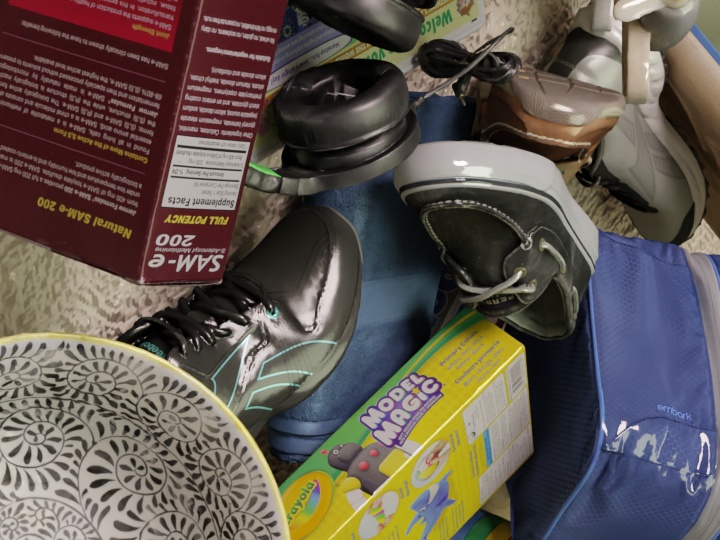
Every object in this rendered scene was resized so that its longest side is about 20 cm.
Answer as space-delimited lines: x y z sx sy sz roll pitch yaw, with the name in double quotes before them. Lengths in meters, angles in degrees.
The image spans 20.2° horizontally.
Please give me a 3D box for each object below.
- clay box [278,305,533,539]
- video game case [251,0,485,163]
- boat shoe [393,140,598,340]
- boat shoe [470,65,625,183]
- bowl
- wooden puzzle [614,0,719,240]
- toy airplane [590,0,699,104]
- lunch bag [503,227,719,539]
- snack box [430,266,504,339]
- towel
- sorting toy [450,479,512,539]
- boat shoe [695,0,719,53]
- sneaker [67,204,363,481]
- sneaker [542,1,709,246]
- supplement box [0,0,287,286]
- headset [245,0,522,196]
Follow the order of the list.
"clay box" 0.009 0.123 1.065 0.200 0.048 0.115 -42 150 -20
"video game case" -0.012 -0.171 0.964 0.200 0.022 0.183 -35 125 -44
"boat shoe" 0.077 -0.011 1.032 0.200 0.072 0.071 29 61 -57
"boat shoe" 0.095 -0.069 1.081 0.200 0.076 0.072 -54 159 -86
"bowl" -0.136 0.130 0.855 0.201 0.200 0.094 -62 -169 -14
"wooden puzzle" 0.238 -0.073 1.268 0.046 0.185 0.200 -30 142 -1
"toy airplane" 0.155 -0.213 1.101 0.199 0.141 0.201 -55 135 -59
"lunch bag" 0.165 0.074 1.162 0.136 0.132 0.200 119 -22 -48
"snack box" 0.047 0.051 1.183 0.200 0.024 0.072 -63 149 -12
"towel" 0.000 0.000 1.066 0.112 0.048 0.201 -5 111 -55
"sorting toy" 0.103 0.181 1.271 0.199 0.069 0.200 -54 149 -28
"boat shoe" 0.245 -0.176 1.335 0.072 0.061 0.201 -33 146 25
"sneaker" -0.069 0.044 0.957 0.200 0.075 0.079 -56 140 -17
"sneaker" 0.157 -0.077 1.252 0.079 0.074 0.200 -47 137 -14
"supplement box" -0.090 -0.104 0.821 0.061 0.109 0.201 1 106 -57
"headset" -0.010 -0.100 0.927 0.200 0.094 0.124 -1 104 -38
